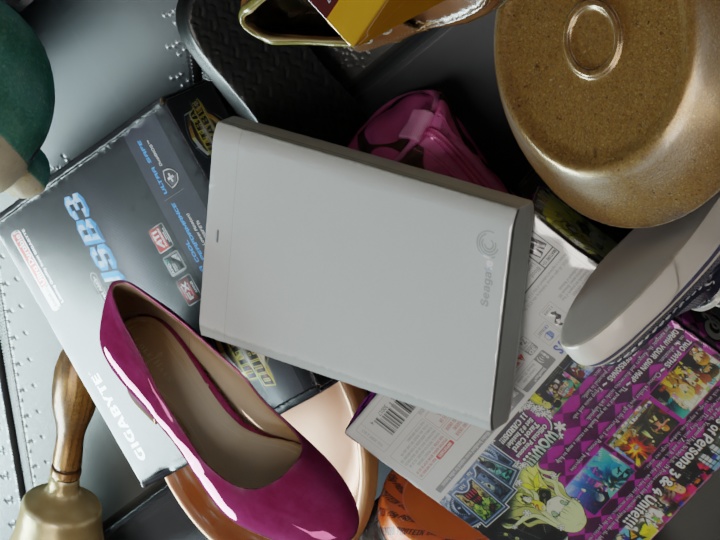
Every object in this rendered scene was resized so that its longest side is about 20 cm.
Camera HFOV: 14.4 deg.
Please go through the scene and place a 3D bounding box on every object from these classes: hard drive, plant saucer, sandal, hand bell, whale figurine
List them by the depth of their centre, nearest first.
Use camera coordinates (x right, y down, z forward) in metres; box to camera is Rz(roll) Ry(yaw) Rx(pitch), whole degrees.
[{"bbox_3d":[0.133,-0.123,1.509,0.199,0.035,0.202,2,93,48],"label":"plant saucer"},{"bbox_3d":[0.000,0.000,1.613,0.199,0.026,0.133,17,113,29],"label":"hard drive"},{"bbox_3d":[-0.044,-0.094,1.684,0.201,0.075,0.048,60,160,-20],"label":"sandal"},{"bbox_3d":[-0.243,-0.112,1.729,0.159,0.104,0.200,39,174,-3],"label":"whale figurine"},{"bbox_3d":[-0.059,0.094,1.802,0.199,0.037,0.202,18,118,38],"label":"plant saucer"},{"bbox_3d":[-0.199,0.129,1.918,0.103,0.104,0.201,16,118,15],"label":"hand bell"}]

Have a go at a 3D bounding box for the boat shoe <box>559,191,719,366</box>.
[{"bbox_3d":[0.202,-0.001,1.547,0.093,0.200,0.075,48,169,-20],"label":"boat shoe"}]

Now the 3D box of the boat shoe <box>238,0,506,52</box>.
[{"bbox_3d":[0.009,-0.150,1.560,0.199,0.068,0.072,-2,128,55],"label":"boat shoe"}]

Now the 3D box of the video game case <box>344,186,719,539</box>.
[{"bbox_3d":[0.116,0.076,1.631,0.181,0.036,0.200,35,123,-4],"label":"video game case"}]

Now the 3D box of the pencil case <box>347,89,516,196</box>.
[{"bbox_3d":[0.076,-0.014,1.661,0.200,0.091,0.094,46,166,-13],"label":"pencil case"}]

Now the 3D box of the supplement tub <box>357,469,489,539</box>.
[{"bbox_3d":[0.049,0.218,1.821,0.122,0.123,0.201,19,129,13],"label":"supplement tub"}]

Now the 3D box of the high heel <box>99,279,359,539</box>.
[{"bbox_3d":[-0.078,0.083,1.665,0.200,0.067,0.096,42,159,32],"label":"high heel"}]

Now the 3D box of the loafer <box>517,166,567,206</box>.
[{"bbox_3d":[0.143,-0.108,1.577,0.072,0.073,0.200,47,126,9],"label":"loafer"}]

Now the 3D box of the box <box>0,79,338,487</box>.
[{"bbox_3d":[-0.116,0.012,1.755,0.198,0.050,0.201,-29,90,44],"label":"box"}]

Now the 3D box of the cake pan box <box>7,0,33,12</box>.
[{"bbox_3d":[-0.201,-0.268,1.637,0.184,0.052,0.200,48,131,-9],"label":"cake pan box"}]

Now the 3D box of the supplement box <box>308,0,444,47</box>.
[{"bbox_3d":[0.015,-0.252,1.412,0.200,0.197,0.133,47,133,11],"label":"supplement box"}]
